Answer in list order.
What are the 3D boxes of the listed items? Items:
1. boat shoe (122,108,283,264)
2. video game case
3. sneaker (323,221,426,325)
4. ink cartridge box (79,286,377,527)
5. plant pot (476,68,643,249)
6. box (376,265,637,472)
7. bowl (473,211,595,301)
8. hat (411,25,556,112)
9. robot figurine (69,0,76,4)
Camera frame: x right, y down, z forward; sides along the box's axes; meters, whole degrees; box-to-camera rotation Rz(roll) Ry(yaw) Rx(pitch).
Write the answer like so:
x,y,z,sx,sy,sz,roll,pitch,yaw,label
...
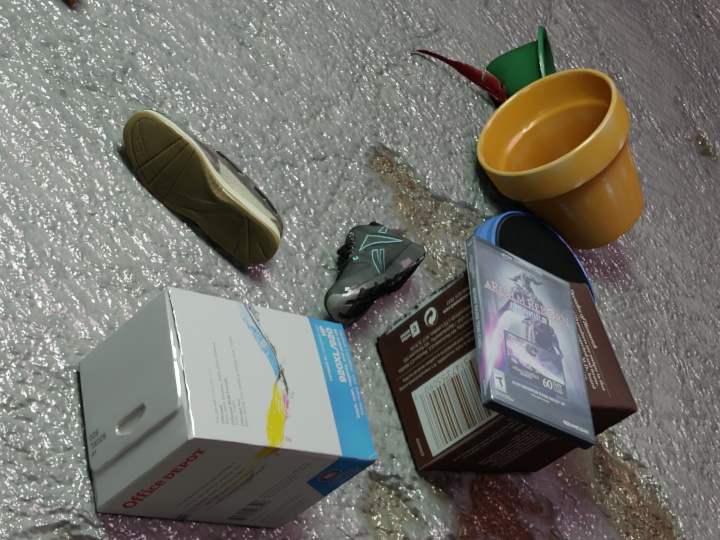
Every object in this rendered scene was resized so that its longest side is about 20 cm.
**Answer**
x,y,z,sx,sy,sz,roll,pitch,yaw,label
-0.159,-0.090,1.410,0.200,0.073,0.065,47,25,-12,boat shoe
0.169,0.071,1.385,0.143,0.019,0.201,25,45,-31,video game case
0.000,0.000,1.512,0.079,0.075,0.200,43,27,7,sneaker
-0.118,0.124,1.197,0.200,0.147,0.145,14,50,-41,ink cartridge box
0.284,-0.134,1.835,0.183,0.200,0.201,53,31,-33,plant pot
0.156,0.112,1.491,0.200,0.166,0.165,9,53,-44,box
0.225,0.012,1.761,0.200,0.039,0.201,29,41,-29,bowl
0.189,-0.260,1.976,0.166,0.175,0.201,-71,148,-62,hat
-0.349,-0.379,1.440,0.200,0.058,0.145,42,37,-22,robot figurine
